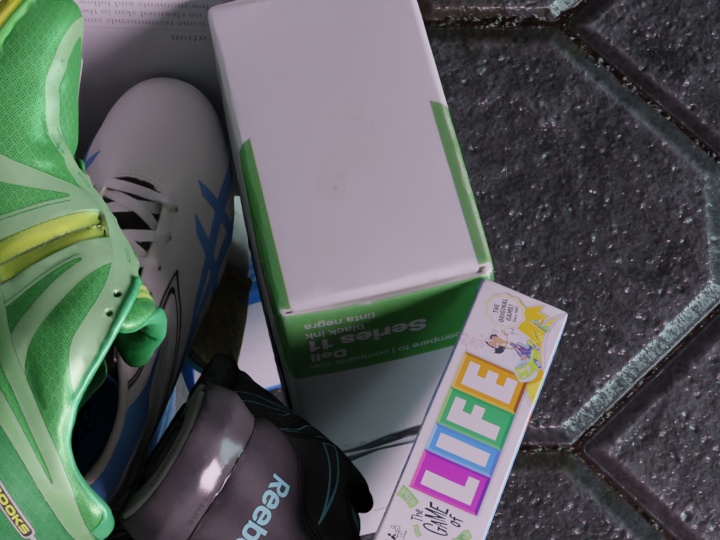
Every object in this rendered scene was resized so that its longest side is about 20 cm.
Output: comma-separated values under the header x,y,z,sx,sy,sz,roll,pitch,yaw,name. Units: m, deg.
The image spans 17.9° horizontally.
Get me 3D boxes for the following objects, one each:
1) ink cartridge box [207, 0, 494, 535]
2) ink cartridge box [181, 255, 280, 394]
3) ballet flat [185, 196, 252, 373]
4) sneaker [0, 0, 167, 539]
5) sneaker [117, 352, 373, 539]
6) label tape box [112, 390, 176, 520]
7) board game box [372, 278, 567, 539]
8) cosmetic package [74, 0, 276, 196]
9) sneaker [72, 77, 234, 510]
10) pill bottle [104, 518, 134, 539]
x,y,z,sx,sy,sz,roll,pitch,yaw,name
0.000,0.000,0.922,0.201,0.082,0.147,83,-7,-58,ink cartridge box
-0.047,-0.046,1.170,0.085,0.145,0.201,90,-20,-51,ink cartridge box
-0.085,-0.038,1.054,0.200,0.070,0.071,-120,-158,-44,ballet flat
-0.106,0.001,0.780,0.074,0.083,0.202,101,-9,-78,sneaker
-0.042,0.083,0.832,0.076,0.079,0.200,-59,-176,2,sneaker
-0.117,0.118,1.042,0.144,0.063,0.202,-90,-179,-74,label tape box
0.015,0.117,0.828,0.201,0.034,0.135,109,4,-46,board game box
-0.087,-0.167,0.973,0.200,0.122,0.201,93,-2,-62,cosmetic package
-0.096,0.012,0.880,0.073,0.071,0.201,104,3,-69,sneaker
-0.084,0.159,0.865,0.200,0.115,0.117,-28,119,-77,pill bottle
